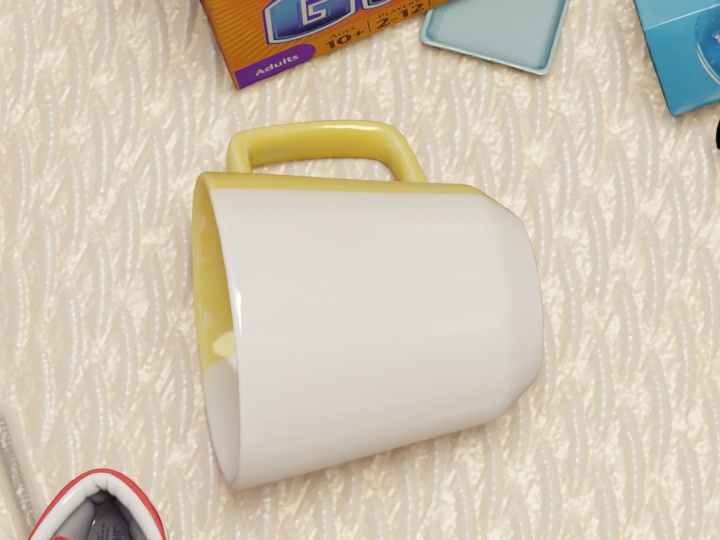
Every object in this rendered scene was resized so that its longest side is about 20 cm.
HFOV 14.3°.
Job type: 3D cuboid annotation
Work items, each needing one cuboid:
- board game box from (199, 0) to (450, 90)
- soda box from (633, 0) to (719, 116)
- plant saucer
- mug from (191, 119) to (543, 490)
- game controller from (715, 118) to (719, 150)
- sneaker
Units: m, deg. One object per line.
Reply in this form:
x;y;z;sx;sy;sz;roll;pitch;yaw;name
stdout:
-0.018;-0.246;1.406;0.199;0.200;0.201;-23;71;-3;board game box
0.235;-0.149;1.422;0.199;0.064;0.068;-18;44;8;soda box
0.090;-0.197;1.495;0.070;0.019;0.201;15;74;6;plant saucer
0.002;0.003;1.372;0.152;0.149;0.188;-6;79;-9;mug
0.278;-0.085;1.444;0.200;0.042;0.105;-34;75;-9;game controller
-0.119;0.190;1.326;0.071;0.113;0.201;-3;72;0;sneaker
